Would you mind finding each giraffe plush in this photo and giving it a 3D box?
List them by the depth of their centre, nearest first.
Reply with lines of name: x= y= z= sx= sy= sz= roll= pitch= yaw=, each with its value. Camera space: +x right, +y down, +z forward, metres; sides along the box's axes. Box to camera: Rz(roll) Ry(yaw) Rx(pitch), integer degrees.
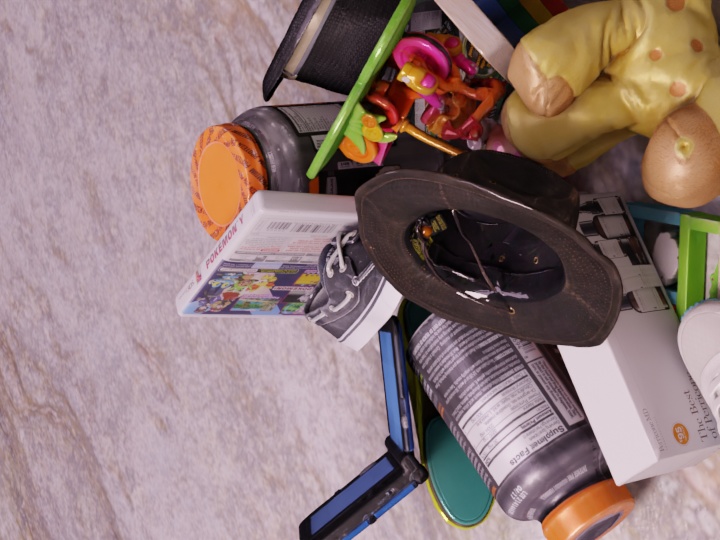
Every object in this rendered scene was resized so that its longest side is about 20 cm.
giraffe plush: x=0.213 y=-0.108 z=1.035 sx=0.200 sy=0.172 sz=0.163 roll=-44 pitch=67 yaw=9

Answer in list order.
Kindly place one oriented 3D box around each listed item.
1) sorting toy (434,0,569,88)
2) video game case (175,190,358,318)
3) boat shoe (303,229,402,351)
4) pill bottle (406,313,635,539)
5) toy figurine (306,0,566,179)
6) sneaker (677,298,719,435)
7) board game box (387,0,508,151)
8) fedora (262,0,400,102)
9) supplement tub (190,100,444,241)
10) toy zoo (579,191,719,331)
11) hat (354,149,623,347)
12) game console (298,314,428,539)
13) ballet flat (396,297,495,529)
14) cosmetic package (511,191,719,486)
sorting toy: x=0.067 y=-0.227 z=1.089 sx=0.069 sy=0.199 sz=0.201 roll=-42 pitch=78 yaw=10
video game case: x=-0.031 y=-0.009 z=1.287 sx=0.182 sy=0.198 sz=0.023 roll=-46 pitch=50 yaw=50
boat shoe: x=0.000 y=0.000 z=1.213 sx=0.200 sy=0.067 sz=0.072 roll=126 pitch=168 yaw=-64
pill bottle: x=0.126 y=0.116 z=1.189 sx=0.201 sy=0.105 sz=0.107 roll=57 pitch=138 yaw=23
toy figurine: x=0.079 y=-0.105 z=1.178 sx=0.183 sy=0.151 sz=0.200 roll=29 pitch=149 yaw=-3
sneaker: x=0.269 y=0.101 z=1.017 sx=0.077 sy=0.080 sz=0.201 roll=-51 pitch=57 yaw=33
board game box: x=0.082 y=-0.192 z=1.236 sx=0.105 sy=0.023 sz=0.201 roll=42 pitch=136 yaw=26
fedora: x=-0.009 y=-0.211 z=1.326 sx=0.202 sy=0.091 sz=0.201 roll=-62 pitch=7 yaw=13
supplement tub: x=-0.037 y=-0.081 z=1.324 sx=0.122 sy=0.198 sz=0.124 roll=16 pitch=110 yaw=53
toy zoo: x=0.202 y=0.015 z=1.156 sx=0.199 sy=0.020 sz=0.133 roll=14 pitch=108 yaw=53
hat: x=0.097 y=-0.030 z=1.061 sx=0.199 sy=0.081 sz=0.201 roll=23 pitch=151 yaw=14
game console: x=-0.010 y=0.135 z=1.279 sx=0.119 sy=0.170 sz=0.200 roll=52 pitch=177 yaw=1
ballet flat: x=0.071 y=0.114 z=1.297 sx=0.067 sy=0.066 sz=0.203 roll=128 pitch=131 yaw=-77
cosmetic package: x=0.183 y=0.044 z=1.100 sx=0.051 sy=0.082 sz=0.202 roll=-44 pitch=61 yaw=49
